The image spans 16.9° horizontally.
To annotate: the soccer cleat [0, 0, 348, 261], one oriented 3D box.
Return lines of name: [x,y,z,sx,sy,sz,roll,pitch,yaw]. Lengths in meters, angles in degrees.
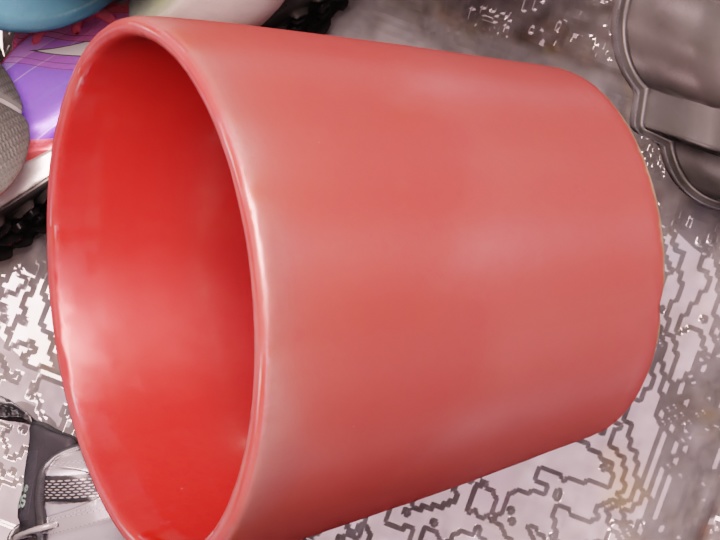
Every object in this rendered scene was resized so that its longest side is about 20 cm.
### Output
soccer cleat: [-0.094,-0.083,0.962,0.200,0.068,0.073,-34,78,-1]

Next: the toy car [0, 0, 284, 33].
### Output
toy car: [-0.110,-0.171,0.923,0.175,0.150,0.200,38,44,-25]

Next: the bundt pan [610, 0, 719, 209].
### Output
bundt pan: [0.198,-0.098,0.902,0.201,0.076,0.203,-9,114,-20]

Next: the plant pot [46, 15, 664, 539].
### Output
plant pot: [0.000,0.000,0.881,0.177,0.200,0.201,-6,84,-27]

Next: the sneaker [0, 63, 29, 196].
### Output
sneaker: [-0.184,-0.076,0.928,0.080,0.070,0.200,-37,42,8]

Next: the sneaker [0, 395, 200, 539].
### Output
sneaker: [-0.126,0.117,0.942,0.199,0.078,0.140,-25,83,-11]
